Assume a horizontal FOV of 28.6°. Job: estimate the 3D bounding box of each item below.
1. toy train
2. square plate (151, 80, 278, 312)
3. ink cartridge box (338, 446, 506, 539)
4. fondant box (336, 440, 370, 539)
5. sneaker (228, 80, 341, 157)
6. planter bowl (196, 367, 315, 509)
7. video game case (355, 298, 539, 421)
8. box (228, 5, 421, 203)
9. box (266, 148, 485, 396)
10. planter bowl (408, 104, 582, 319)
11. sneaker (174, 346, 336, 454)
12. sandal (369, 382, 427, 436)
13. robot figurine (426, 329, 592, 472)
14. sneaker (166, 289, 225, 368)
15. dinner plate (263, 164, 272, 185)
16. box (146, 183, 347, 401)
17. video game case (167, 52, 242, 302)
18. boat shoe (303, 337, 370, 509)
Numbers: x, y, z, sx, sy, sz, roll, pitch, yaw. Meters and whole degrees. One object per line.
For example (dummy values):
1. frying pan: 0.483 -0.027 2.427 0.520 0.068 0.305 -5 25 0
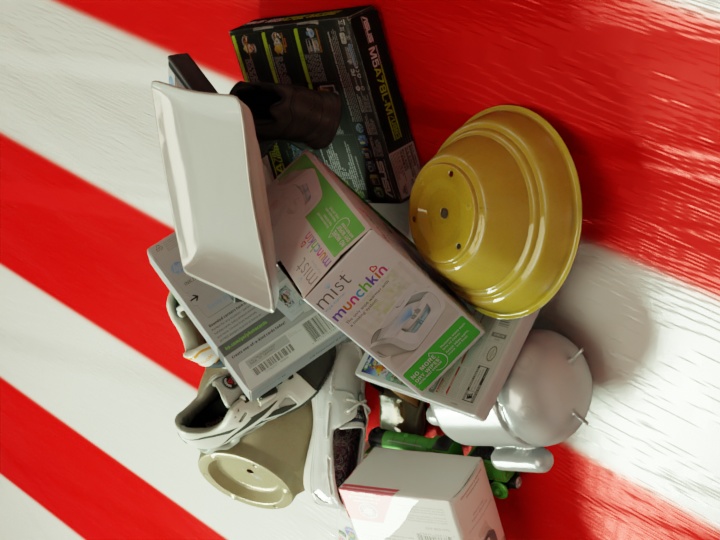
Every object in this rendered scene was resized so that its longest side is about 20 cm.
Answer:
1. toy train: 0.087 0.208 1.557 0.199 0.042 0.057 5 123 36
2. square plate: -0.134 -0.076 1.333 0.198 0.028 0.201 21 123 57
3. ink cartridge box: 0.079 0.299 1.535 0.145 0.085 0.201 1 120 34
4. fondant box: 0.042 0.320 1.692 0.144 0.058 0.201 30 132 32
5. sneaker: -0.110 -0.159 1.433 0.200 0.091 0.076 -10 69 46
6. planter bowl: -0.111 0.192 1.651 0.199 0.135 0.201 15 145 11
7. video game case: 0.087 0.062 1.397 0.018 0.144 0.200 33 169 -34
8. box: -0.036 -0.168 1.469 0.193 0.047 0.201 5 118 49
9. box: 0.000 0.000 1.371 0.176 0.097 0.200 42 -173 -31
10. planter bowl: 0.103 -0.053 1.303 0.200 0.083 0.201 3 94 52
11. sneaker: -0.115 0.128 1.535 0.074 0.200 0.089 53 -176 23
12. sandal: 0.035 0.122 1.571 0.082 0.055 0.201 29 133 33
13. robot figurine: 0.147 0.116 1.395 0.200 0.113 0.170 -7 98 50
14. sneaker: -0.171 0.010 1.588 0.078 0.079 0.201 -18 74 39
15. dinner plate: -0.163 -0.059 1.660 0.200 0.024 0.201 15 110 46
16. box: -0.112 0.018 1.527 0.200 0.156 0.041 51 163 16
17. video game case: -0.153 -0.096 1.435 0.200 0.025 0.181 -127 33 -47
18. boat shoe: -0.019 0.166 1.567 0.068 0.072 0.201 8 86 54
